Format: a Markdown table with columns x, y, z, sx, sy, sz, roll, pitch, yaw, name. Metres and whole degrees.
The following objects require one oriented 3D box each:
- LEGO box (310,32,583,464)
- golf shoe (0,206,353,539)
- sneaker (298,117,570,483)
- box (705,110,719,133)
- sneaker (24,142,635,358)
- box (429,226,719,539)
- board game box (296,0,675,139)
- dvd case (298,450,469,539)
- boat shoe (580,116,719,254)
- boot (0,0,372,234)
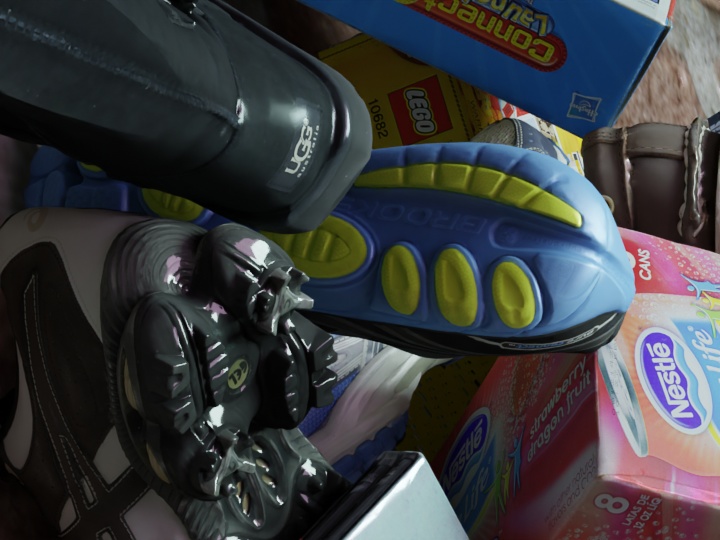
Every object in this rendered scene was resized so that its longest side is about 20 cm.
| x | y | z | sx | sy | sz | roll | pitch | yaw | name |
| --- | --- | --- | --- | --- | --- | --- | --- | --- | --- |
| 0.053 | 0.006 | 0.947 | 0.149 | 0.077 | 0.201 | -4 | 75 | -65 | LEGO box |
| -0.053 | 0.061 | 0.678 | 0.078 | 0.094 | 0.200 | -40 | 139 | -39 | golf shoe |
| 0.000 | 0.000 | 0.789 | 0.085 | 0.077 | 0.200 | 50 | 51 | -11 | sneaker |
| 0.201 | -0.013 | 0.895 | 0.158 | 0.200 | 0.050 | 35 | 40 | -28 | box |
| -0.013 | -0.009 | 0.698 | 0.083 | 0.199 | 0.071 | 44 | 63 | -59 | sneaker |
| 0.075 | 0.092 | 0.763 | 0.094 | 0.200 | 0.103 | 15 | 47 | -13 | box |
| 0.025 | -0.154 | 0.903 | 0.200 | 0.056 | 0.196 | 26 | 33 | -2 | board game box |
| -0.016 | 0.165 | 0.633 | 0.200 | 0.022 | 0.146 | -42 | 115 | -34 | dvd case |
| 0.103 | 0.031 | 0.831 | 0.072 | 0.059 | 0.200 | -75 | 167 | -45 | boat shoe |
| -0.106 | -0.072 | 0.576 | 0.200 | 0.164 | 0.066 | 17 | 93 | -61 | boot |
